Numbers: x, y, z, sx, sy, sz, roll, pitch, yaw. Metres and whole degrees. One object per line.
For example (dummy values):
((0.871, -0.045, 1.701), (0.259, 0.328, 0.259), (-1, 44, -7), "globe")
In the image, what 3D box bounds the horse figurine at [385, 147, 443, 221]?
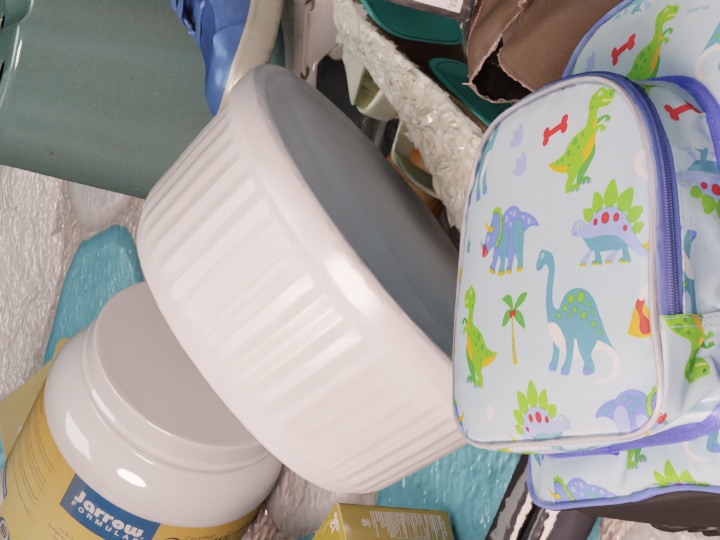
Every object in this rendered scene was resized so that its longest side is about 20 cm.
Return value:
((0.000, 0.000, 1.279), (0.050, 0.132, 0.201), (49, -145, -61), "horse figurine")

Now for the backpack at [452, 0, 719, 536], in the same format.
((0.127, -0.010, 0.945), (0.183, 0.146, 0.201), (-15, 67, 61), "backpack")

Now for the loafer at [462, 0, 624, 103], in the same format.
((0.102, -0.107, 1.108), (0.200, 0.073, 0.071), (164, 124, -74), "loafer")

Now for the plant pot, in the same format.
((-0.130, -0.126, 1.463), (0.200, 0.195, 0.201), (-27, 60, 61), "plant pot")

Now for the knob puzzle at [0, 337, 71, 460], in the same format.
((-0.166, 0.137, 1.651), (0.219, 0.030, 0.221), (-3, 87, 52), "knob puzzle")

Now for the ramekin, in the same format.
((-0.018, 0.011, 1.150), (0.094, 0.202, 0.203), (-37, 41, 12), "ramekin")

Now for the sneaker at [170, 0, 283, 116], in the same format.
((-0.100, -0.163, 1.338), (0.077, 0.111, 0.201), (114, 162, -52), "sneaker")

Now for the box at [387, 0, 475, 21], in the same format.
((0.046, -0.223, 1.225), (0.200, 0.046, 0.160), (-98, 22, -71), "box")

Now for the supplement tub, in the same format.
((-0.129, 0.116, 1.450), (0.200, 0.144, 0.145), (-60, 33, 40), "supplement tub")

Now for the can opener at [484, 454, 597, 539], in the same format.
((0.073, 0.124, 1.123), (0.201, 0.078, 0.063), (-59, 37, 17), "can opener")

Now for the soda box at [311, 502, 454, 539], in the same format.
((0.021, 0.213, 1.199), (0.068, 0.064, 0.201), (122, 146, -44), "soda box")

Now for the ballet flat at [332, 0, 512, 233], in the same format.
((0.026, -0.088, 1.236), (0.200, 0.071, 0.072), (58, 134, 43), "ballet flat")

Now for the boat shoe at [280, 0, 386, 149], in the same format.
((-0.004, -0.122, 1.351), (0.069, 0.071, 0.201), (10, 95, 58), "boat shoe")
